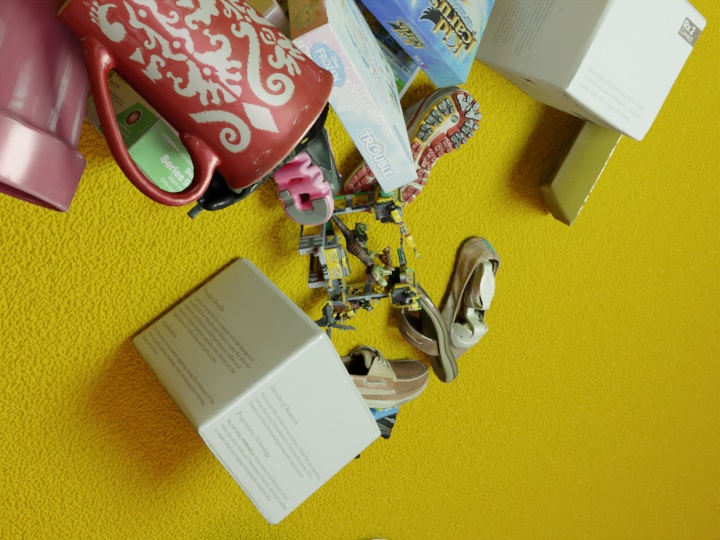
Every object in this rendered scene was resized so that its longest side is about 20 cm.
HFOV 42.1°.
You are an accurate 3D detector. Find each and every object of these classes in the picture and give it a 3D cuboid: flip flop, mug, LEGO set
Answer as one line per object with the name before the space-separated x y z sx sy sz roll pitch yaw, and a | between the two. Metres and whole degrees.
flip flop | 0.083 0.084 1.290 0.057 0.081 0.201 -25 128 -7
mug | -0.142 -0.166 0.761 0.200 0.133 0.178 42 46 -25
LEGO set | 0.000 0.000 1.126 0.152 0.116 0.201 -1 128 2

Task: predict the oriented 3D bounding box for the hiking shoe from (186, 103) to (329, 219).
hiking shoe | -0.105 -0.123 0.972 0.076 0.101 0.200 39 126 -9

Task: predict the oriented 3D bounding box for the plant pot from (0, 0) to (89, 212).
plant pot | -0.315 -0.168 0.804 0.199 0.199 0.180 25 83 -41

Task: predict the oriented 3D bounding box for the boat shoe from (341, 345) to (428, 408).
boat shoe | 0.012 0.143 1.272 0.199 0.076 0.072 -7 116 -34

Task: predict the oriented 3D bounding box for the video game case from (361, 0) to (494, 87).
video game case | 0.077 -0.335 1.028 0.200 0.045 0.182 39 65 -41

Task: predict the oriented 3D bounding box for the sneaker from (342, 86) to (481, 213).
sneaker | 0.061 -0.147 1.148 0.200 0.082 0.078 -39 117 11

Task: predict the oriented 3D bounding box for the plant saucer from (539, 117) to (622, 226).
plant saucer | 0.302 -0.164 1.270 0.048 0.200 0.201 28 98 2

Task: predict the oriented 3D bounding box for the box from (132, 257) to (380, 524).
box | -0.119 0.136 1.090 0.171 0.199 0.201 -38 132 -12

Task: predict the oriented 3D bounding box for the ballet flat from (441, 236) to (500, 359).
ballet flat | 0.155 0.053 1.328 0.068 0.067 0.201 -6 118 -28

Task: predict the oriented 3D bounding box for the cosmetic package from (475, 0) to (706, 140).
cosmetic package | 0.266 -0.285 1.134 0.164 0.200 0.166 20 102 -40

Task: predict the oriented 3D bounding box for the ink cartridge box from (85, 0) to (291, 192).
ink cartridge box | -0.161 -0.181 0.923 0.200 0.146 0.084 -45 131 -6

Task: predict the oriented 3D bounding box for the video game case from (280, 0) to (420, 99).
video game case | 0.017 -0.302 1.068 0.200 0.022 0.183 32 94 -42

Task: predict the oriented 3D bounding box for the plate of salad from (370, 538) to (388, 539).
plate of salad | -0.003 0.514 1.479 0.199 0.048 0.201 -17 123 -28

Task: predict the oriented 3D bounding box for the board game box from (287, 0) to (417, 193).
board game box | -0.011 -0.214 0.953 0.043 0.200 0.200 -23 132 13

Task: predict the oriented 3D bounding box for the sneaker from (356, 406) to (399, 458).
sneaker | -0.030 0.228 1.289 0.198 0.071 0.083 -10 114 -34

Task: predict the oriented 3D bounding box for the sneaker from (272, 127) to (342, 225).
sneaker | -0.073 -0.155 1.062 0.096 0.078 0.201 -54 132 -48
